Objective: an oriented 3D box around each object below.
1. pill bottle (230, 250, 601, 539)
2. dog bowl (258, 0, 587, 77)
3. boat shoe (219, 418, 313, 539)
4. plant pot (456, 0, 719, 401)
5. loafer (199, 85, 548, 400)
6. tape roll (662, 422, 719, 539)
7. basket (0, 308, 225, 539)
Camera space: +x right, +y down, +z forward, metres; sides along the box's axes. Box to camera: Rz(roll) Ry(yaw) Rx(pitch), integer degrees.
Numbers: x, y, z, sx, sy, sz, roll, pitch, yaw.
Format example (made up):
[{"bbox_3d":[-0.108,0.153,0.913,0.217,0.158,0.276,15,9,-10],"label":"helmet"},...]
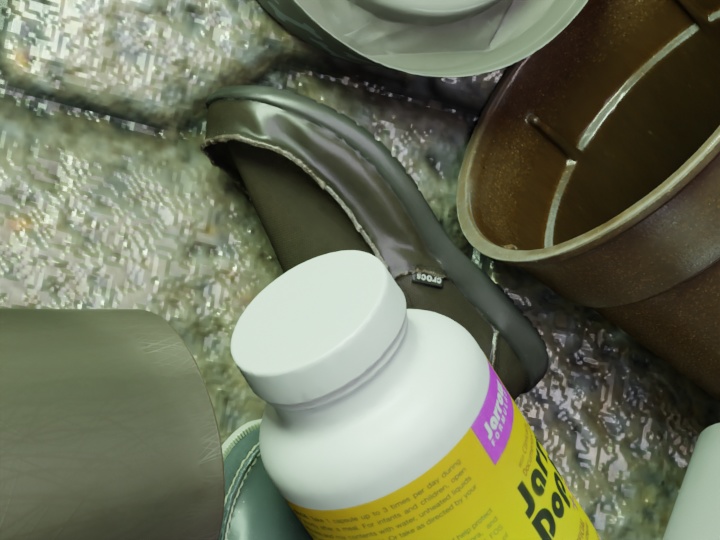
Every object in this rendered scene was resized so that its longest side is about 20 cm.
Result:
[{"bbox_3d":[0.025,0.088,1.174,0.104,0.104,0.200,-47,124,-22],"label":"pill bottle"},{"bbox_3d":[0.020,-0.182,1.253,0.200,0.059,0.200,3,84,-25],"label":"dog bowl"},{"bbox_3d":[-0.039,0.162,1.187,0.073,0.062,0.200,12,79,-23],"label":"boat shoe"},{"bbox_3d":[0.181,-0.028,1.253,0.198,0.200,0.200,41,69,-26],"label":"plant pot"},{"bbox_3d":[0.000,0.000,1.215,0.200,0.073,0.071,44,66,-16],"label":"loafer"},{"bbox_3d":[0.235,0.138,1.248,0.202,0.202,0.071,27,74,-21],"label":"tape roll"},{"bbox_3d":[-0.166,0.085,1.098,0.200,0.136,0.181,-11,94,-30],"label":"basket"}]
